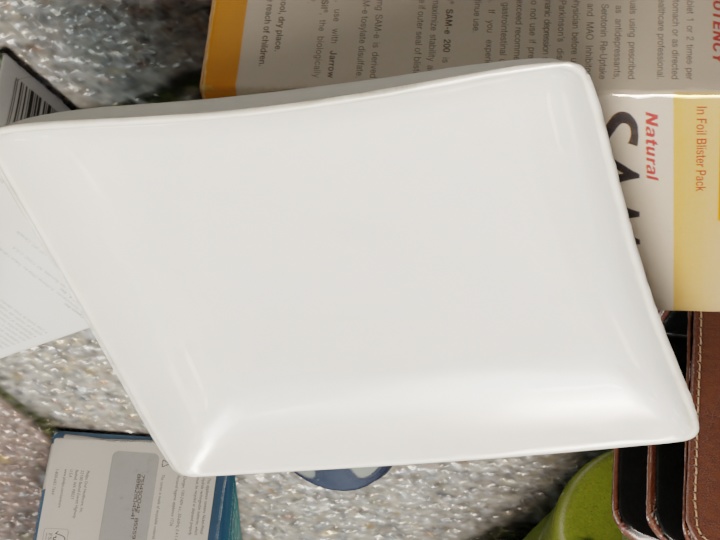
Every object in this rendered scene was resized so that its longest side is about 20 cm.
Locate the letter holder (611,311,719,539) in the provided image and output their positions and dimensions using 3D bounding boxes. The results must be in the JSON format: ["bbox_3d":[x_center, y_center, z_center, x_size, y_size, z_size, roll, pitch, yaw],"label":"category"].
[{"bbox_3d":[0.206,0.093,1.028,0.199,0.142,0.101,12,145,-8],"label":"letter holder"}]

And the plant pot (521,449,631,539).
[{"bbox_3d":[0.123,0.182,1.151,0.200,0.201,0.193,11,133,-7],"label":"plant pot"}]

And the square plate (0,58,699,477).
[{"bbox_3d":[0.000,0.000,0.893,0.199,0.028,0.198,-6,140,16],"label":"square plate"}]

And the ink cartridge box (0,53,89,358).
[{"bbox_3d":[-0.180,-0.008,1.025,0.200,0.050,0.109,-18,139,32],"label":"ink cartridge box"}]

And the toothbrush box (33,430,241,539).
[{"bbox_3d":[-0.101,0.187,1.208,0.085,0.147,0.200,4,145,3],"label":"toothbrush box"}]

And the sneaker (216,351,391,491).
[{"bbox_3d":[-0.032,0.049,1.054,0.070,0.082,0.200,-5,144,15],"label":"sneaker"}]

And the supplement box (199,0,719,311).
[{"bbox_3d":[0.054,-0.049,0.908,0.199,0.074,0.126,0,145,8],"label":"supplement box"}]
